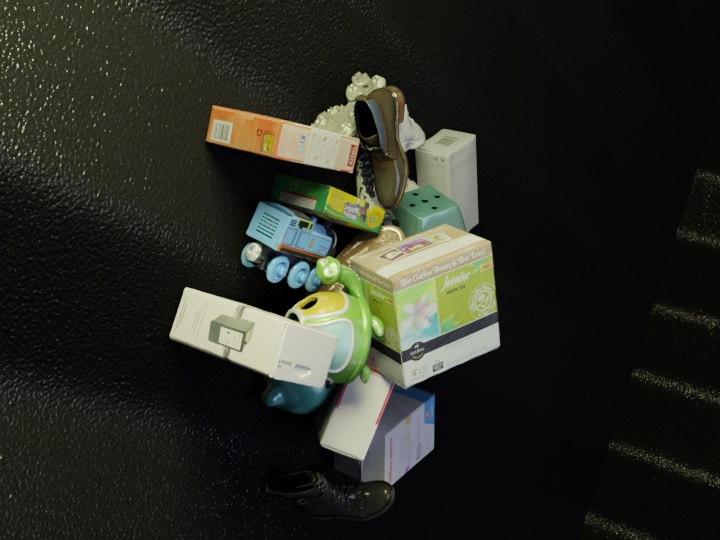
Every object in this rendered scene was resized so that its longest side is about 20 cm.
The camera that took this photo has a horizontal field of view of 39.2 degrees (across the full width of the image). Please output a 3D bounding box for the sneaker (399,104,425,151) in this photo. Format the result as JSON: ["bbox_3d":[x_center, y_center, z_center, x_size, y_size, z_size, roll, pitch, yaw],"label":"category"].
[{"bbox_3d":[0.069,-0.257,1.767,0.200,0.075,0.089,-46,136,-69],"label":"sneaker"}]

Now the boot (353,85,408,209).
[{"bbox_3d":[0.024,-0.193,1.630,0.097,0.074,0.202,-18,109,-54],"label":"boot"}]

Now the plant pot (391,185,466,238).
[{"bbox_3d":[0.111,-0.042,1.841,0.141,0.141,0.201,-20,128,-28],"label":"plant pot"}]

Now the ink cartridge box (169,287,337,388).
[{"bbox_3d":[-0.155,0.099,1.490,0.145,0.199,0.085,22,85,-58],"label":"ink cartridge box"}]

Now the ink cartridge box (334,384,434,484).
[{"bbox_3d":[0.040,0.319,1.956,0.200,0.125,0.129,-29,126,-47],"label":"ink cartridge box"}]

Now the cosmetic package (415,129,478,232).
[{"bbox_3d":[0.173,-0.163,1.995,0.113,0.081,0.201,-37,133,-44],"label":"cosmetic package"}]

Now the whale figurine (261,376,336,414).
[{"bbox_3d":[-0.107,0.159,1.682,0.160,0.103,0.200,-58,143,-23],"label":"whale figurine"}]

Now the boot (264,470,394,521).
[{"bbox_3d":[-0.052,0.398,1.807,0.174,0.199,0.070,55,26,-57],"label":"boot"}]

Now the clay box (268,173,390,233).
[{"bbox_3d":[-0.045,-0.104,1.652,0.200,0.114,0.048,19,87,-57],"label":"clay box"}]

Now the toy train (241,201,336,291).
[{"bbox_3d":[-0.105,-0.036,1.602,0.200,0.086,0.115,16,101,-58],"label":"toy train"}]

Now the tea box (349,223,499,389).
[{"bbox_3d":[0.108,0.054,1.662,0.199,0.133,0.198,-21,115,-26],"label":"tea box"}]

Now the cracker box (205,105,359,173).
[{"bbox_3d":[-0.111,-0.191,1.493,0.199,0.133,0.058,2,102,-57],"label":"cracker box"}]

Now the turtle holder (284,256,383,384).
[{"bbox_3d":[-0.046,0.089,1.590,0.131,0.141,0.186,7,126,-30],"label":"turtle holder"}]

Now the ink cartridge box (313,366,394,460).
[{"bbox_3d":[-0.016,0.231,1.765,0.200,0.082,0.147,-158,-90,-83],"label":"ink cartridge box"}]

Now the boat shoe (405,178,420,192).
[{"bbox_3d":[0.087,-0.135,1.887,0.072,0.065,0.200,-64,147,-15],"label":"boat shoe"}]

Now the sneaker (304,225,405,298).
[{"bbox_3d":[0.000,0.000,1.746,0.200,0.071,0.112,-37,162,6],"label":"sneaker"}]

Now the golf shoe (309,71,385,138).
[{"bbox_3d":[-0.014,-0.238,1.683,0.200,0.078,0.098,-50,147,-31],"label":"golf shoe"}]

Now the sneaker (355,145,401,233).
[{"bbox_3d":[0.014,-0.123,1.784,0.066,0.090,0.202,-14,91,-36],"label":"sneaker"}]
